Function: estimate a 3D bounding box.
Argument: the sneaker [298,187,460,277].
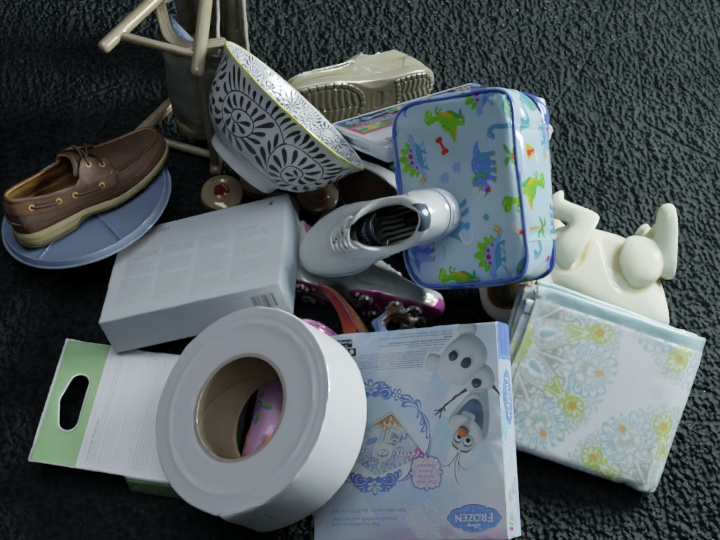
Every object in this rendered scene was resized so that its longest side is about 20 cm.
[{"bbox_3d":[0.003,-0.041,1.211,0.071,0.200,0.073,-6,78,-52],"label":"sneaker"}]

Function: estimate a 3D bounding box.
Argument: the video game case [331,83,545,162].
[{"bbox_3d":[0.084,-0.173,1.380,0.200,0.023,0.182,-19,20,-17],"label":"video game case"}]

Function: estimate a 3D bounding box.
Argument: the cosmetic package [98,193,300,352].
[{"bbox_3d":[-0.167,0.001,1.276,0.200,0.052,0.151,-12,41,12],"label":"cosmetic package"}]

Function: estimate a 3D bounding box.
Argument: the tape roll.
[{"bbox_3d":[-0.096,0.140,1.133,0.202,0.071,0.203,-13,62,27],"label":"tape roll"}]

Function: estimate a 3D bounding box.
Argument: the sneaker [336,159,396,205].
[{"bbox_3d":[0.064,-0.063,1.364,0.200,0.073,0.085,37,33,12],"label":"sneaker"}]

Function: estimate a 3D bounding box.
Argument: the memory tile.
[{"bbox_3d":[-0.073,-0.080,1.400,0.200,0.017,0.153,-23,63,-14],"label":"memory tile"}]

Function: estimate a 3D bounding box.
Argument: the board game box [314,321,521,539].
[{"bbox_3d":[0.048,0.157,1.146,0.200,0.043,0.199,-6,80,24],"label":"board game box"}]

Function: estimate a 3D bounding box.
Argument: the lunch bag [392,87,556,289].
[{"bbox_3d":[0.112,-0.082,1.216,0.161,0.082,0.200,-6,90,36],"label":"lunch bag"}]

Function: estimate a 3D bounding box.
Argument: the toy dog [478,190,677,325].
[{"bbox_3d":[0.226,0.013,1.297,0.200,0.140,0.194,2,88,0],"label":"toy dog"}]

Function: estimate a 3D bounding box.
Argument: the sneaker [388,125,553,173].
[{"bbox_3d":[0.134,-0.116,1.386,0.200,0.078,0.091,-10,86,-6],"label":"sneaker"}]

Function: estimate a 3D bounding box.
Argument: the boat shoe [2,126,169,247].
[{"bbox_3d":[-0.301,-0.104,1.316,0.200,0.068,0.072,-35,46,-19],"label":"boat shoe"}]

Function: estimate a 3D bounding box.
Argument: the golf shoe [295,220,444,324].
[{"bbox_3d":[0.000,0.000,1.316,0.200,0.075,0.092,14,68,6],"label":"golf shoe"}]

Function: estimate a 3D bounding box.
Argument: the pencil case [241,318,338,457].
[{"bbox_3d":[-0.071,0.149,1.230,0.087,0.087,0.200,9,59,5],"label":"pencil case"}]

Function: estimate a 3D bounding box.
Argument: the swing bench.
[{"bbox_3d":[-0.196,-0.256,1.396,0.130,0.199,0.200,16,61,8],"label":"swing bench"}]

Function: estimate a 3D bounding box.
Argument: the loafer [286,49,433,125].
[{"bbox_3d":[-0.011,-0.222,1.454,0.200,0.076,0.068,-11,44,-22],"label":"loafer"}]

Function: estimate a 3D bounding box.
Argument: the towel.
[{"bbox_3d":[0.232,0.116,1.221,0.200,0.048,0.171,19,95,0],"label":"towel"}]

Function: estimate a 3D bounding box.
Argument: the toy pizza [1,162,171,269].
[{"bbox_3d":[-0.307,-0.068,1.355,0.200,0.032,0.200,-9,44,8],"label":"toy pizza"}]

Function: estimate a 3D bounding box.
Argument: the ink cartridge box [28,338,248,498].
[{"bbox_3d":[-0.224,0.155,1.243,0.200,0.048,0.146,7,60,6],"label":"ink cartridge box"}]

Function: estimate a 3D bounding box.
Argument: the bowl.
[{"bbox_3d":[-0.099,-0.146,1.300,0.094,0.201,0.201,-47,67,11],"label":"bowl"}]

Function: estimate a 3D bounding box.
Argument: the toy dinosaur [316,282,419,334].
[{"bbox_3d":[0.019,0.135,1.232,0.200,0.105,0.182,19,71,16],"label":"toy dinosaur"}]
